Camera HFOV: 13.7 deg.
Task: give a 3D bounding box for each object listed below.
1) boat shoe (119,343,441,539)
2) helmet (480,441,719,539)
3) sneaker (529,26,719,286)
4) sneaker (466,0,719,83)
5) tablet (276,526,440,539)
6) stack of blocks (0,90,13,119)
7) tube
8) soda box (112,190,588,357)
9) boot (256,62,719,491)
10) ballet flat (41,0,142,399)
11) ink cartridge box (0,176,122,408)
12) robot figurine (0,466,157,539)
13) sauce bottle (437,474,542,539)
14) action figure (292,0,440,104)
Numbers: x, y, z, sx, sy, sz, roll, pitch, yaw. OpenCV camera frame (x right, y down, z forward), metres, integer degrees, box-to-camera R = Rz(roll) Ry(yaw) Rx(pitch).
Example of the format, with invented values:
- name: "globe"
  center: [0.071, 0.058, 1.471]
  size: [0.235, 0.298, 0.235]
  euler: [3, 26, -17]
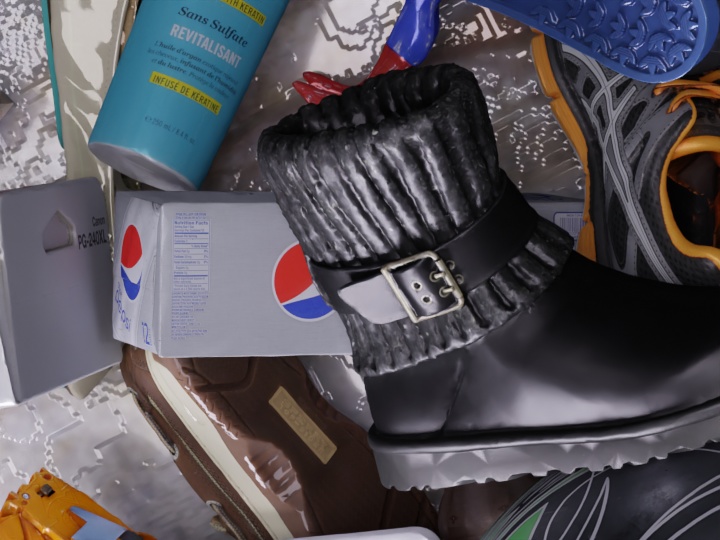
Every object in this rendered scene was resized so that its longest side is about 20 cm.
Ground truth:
- name: "boat shoe"
  center: [-0.030, 0.096, 1.303]
  size: [0.075, 0.075, 0.203]
  euler: [-23, 105, 52]
- name: "helmet"
  center: [0.127, 0.156, 1.170]
  size: [0.199, 0.200, 0.192]
  euler: [-10, 94, 11]
- name: "sneaker"
  center: [0.126, -0.060, 1.222]
  size: [0.078, 0.077, 0.201]
  euler: [3, 66, -29]
- name: "sneaker"
  center: [0.076, -0.137, 1.196]
  size: [0.200, 0.078, 0.070]
  euler: [36, 119, 24]
- name: "tablet"
  center: [-0.033, 0.175, 1.281]
  size: [0.199, 0.014, 0.131]
  euler: [-9, 107, 33]
- name: "stack of blocks"
  center: [-0.243, -0.017, 1.328]
  size: [0.115, 0.059, 0.200]
  euler: [41, 100, 5]
- name: "tube"
  center: [-0.054, -0.132, 1.268]
  size: [0.077, 0.050, 0.201]
  euler: [26, 77, -22]
- name: "soda box"
  center: [0.000, 0.000, 1.237]
  size: [0.199, 0.068, 0.064]
  euler: [-1, 95, -21]
- name: "boot"
  center: [0.070, -0.006, 1.137]
  size: [0.210, 0.079, 0.159]
  euler: [-11, 104, 23]
- name: "ballet flat"
  center: [-0.104, -0.044, 1.298]
  size: [0.069, 0.069, 0.202]
  euler: [-1, 95, 10]
- name: "ink cartridge box"
  center: [-0.212, 0.021, 1.217]
  size: [0.199, 0.145, 0.084]
  euler: [-9, 94, 14]
- name: "robot figurine"
  center: [-0.084, 0.183, 1.271]
  size: [0.200, 0.058, 0.145]
  euler: [37, 128, 12]
- name: "sauce bottle"
  center: [0.071, 0.131, 1.282]
  size: [0.064, 0.065, 0.201]
  euler: [-13, 92, 11]
- name: "action figure"
  center: [0.031, -0.161, 1.265]
  size: [0.099, 0.065, 0.200]
  euler: [44, 100, -5]
